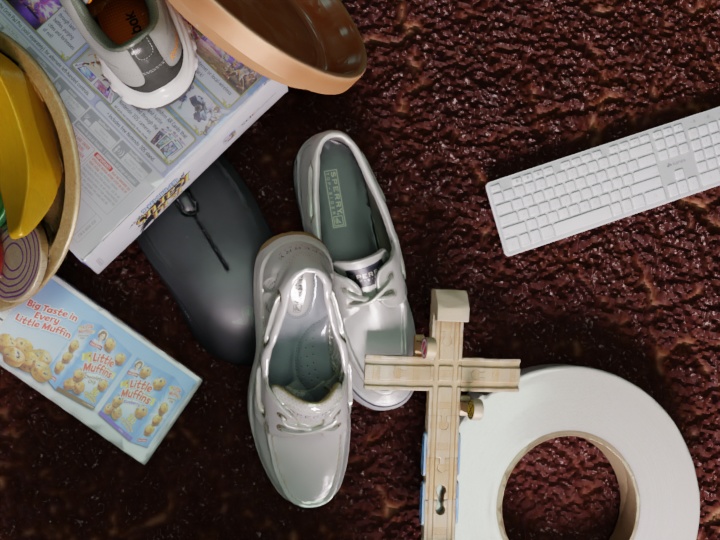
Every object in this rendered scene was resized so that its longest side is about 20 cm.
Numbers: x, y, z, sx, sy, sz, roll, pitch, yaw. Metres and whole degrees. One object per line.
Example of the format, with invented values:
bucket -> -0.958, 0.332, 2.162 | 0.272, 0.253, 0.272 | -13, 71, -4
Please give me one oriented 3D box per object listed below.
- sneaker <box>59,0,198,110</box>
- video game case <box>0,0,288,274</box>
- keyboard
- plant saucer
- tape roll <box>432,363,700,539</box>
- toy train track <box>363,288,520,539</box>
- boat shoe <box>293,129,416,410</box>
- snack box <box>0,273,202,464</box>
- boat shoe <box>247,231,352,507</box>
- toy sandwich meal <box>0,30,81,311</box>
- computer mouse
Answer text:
sneaker -> -0.169, -0.199, 0.750 | 0.074, 0.079, 0.201 | -33, 77, -4
video game case -> -0.180, -0.132, 0.798 | 0.181, 0.045, 0.200 | -45, 79, -7
keyboard -> 0.191, -0.068, 0.888 | 0.198, 0.011, 0.057 | -18, 90, -8
plant saucer -> -0.079, -0.188, 0.773 | 0.200, 0.200, 0.032 | 43, 115, -5
tape roll -> 0.145, 0.168, 0.858 | 0.200, 0.037, 0.205 | 0, 88, -8
toy train track -> 0.059, 0.114, 0.808 | 0.113, 0.033, 0.203 | 2, 91, -15
boat shoe -> 0.000, 0.000, 0.829 | 0.071, 0.066, 0.202 | -9, 89, -9
snack box -> -0.209, 0.047, 0.818 | 0.199, 0.024, 0.072 | 36, 83, -5
boat shoe -> -0.040, 0.079, 0.792 | 0.070, 0.069, 0.202 | -9, 112, -10
toy sandwich meal -> -0.262, -0.068, 0.735 | 0.203, 0.070, 0.208 | 5, 102, 24
computer mouse -> -0.113, -0.021, 0.821 | 0.138, 0.053, 0.201 | -37, 93, -8
